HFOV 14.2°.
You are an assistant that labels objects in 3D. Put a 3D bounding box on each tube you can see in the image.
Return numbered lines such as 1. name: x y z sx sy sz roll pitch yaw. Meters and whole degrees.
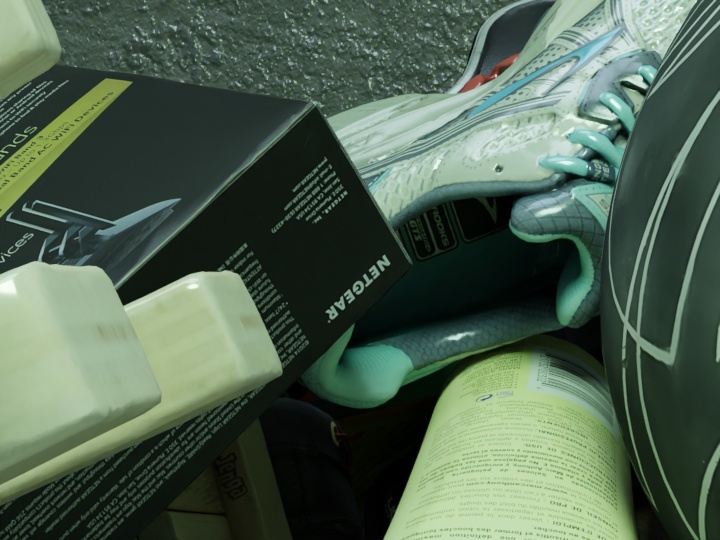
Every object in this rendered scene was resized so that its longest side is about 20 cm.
1. tube: 0.033 0.065 0.652 0.058 0.052 0.200 -36 8 12

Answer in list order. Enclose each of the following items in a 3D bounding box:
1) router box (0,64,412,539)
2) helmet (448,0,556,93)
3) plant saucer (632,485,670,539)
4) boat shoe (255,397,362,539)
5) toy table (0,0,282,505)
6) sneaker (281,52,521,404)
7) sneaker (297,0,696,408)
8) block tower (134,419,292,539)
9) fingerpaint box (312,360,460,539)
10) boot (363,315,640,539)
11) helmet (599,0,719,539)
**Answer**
1. router box: -0.108 0.033 0.682 0.200 0.052 0.157 -43 29 -21
2. helmet: 0.075 0.005 1.166 0.199 0.201 0.191 -11 28 48
3. plant saucer: 0.107 0.075 0.791 0.199 0.037 0.200 -10 -3 0
4. boat shoe: -0.039 0.081 0.849 0.073 0.063 0.201 -6 -12 -12
5. toy table: -0.076 0.032 0.409 0.117 0.185 0.200 -25 10 4
6. sneaker: 0.000 0.000 0.870 0.200 0.071 0.098 -25 -12 -14
7. sneaker: 0.062 -0.023 0.726 0.199 0.078 0.086 -32 26 2
8. block tower: -0.119 0.082 0.751 0.199 0.054 0.058 -21 -14 17
9. fingerpaint box: -0.028 0.050 0.999 0.166 0.074 0.200 -12 -20 -34
10. boot: 0.098 0.030 0.884 0.164 0.066 0.200 -19 -22 -24
11. helmet: 0.149 -0.005 0.633 0.190 0.201 0.200 8 4 19
